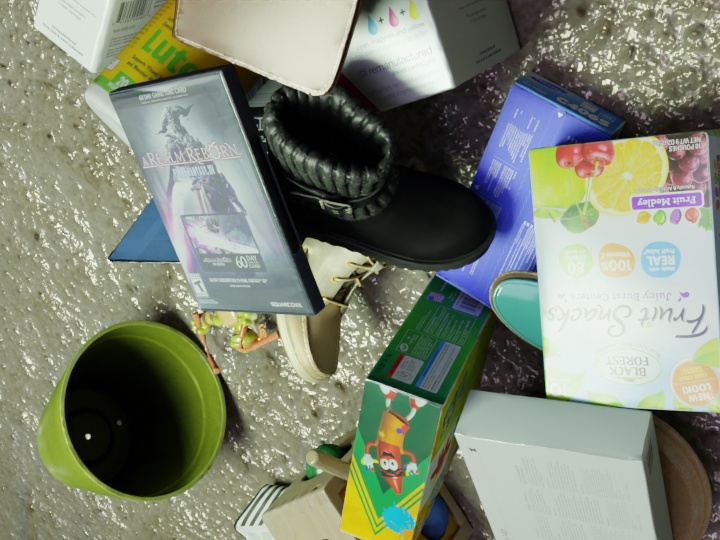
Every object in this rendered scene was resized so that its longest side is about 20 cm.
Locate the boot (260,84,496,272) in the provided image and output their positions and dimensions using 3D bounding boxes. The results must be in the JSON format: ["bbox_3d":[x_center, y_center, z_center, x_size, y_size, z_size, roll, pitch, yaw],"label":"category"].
[{"bbox_3d":[0.021,-0.069,0.772,0.208,0.081,0.158,8,157,-6],"label":"boot"}]

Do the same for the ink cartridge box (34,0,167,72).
[{"bbox_3d":[-0.201,-0.300,0.893,0.083,0.144,0.201,37,126,12],"label":"ink cartridge box"}]

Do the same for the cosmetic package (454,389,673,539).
[{"bbox_3d":[0.175,0.186,0.818,0.149,0.052,0.201,3,137,26],"label":"cosmetic package"}]

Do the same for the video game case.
[{"bbox_3d":[-0.115,-0.056,0.776,0.142,0.019,0.202,1,120,42],"label":"video game case"}]

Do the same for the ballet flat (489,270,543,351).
[{"bbox_3d":[0.205,0.049,0.843,0.198,0.065,0.071,28,121,5],"label":"ballet flat"}]

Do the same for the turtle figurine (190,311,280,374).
[{"bbox_3d":[-0.139,0.022,1.050,0.199,0.064,0.163,-16,96,61],"label":"turtle figurine"}]

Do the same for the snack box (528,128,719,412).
[{"bbox_3d":[0.208,0.000,0.750,0.141,0.053,0.203,-1,96,36],"label":"snack box"}]

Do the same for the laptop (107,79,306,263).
[{"bbox_3d":[-0.125,-0.111,0.899,0.185,0.116,0.203,1,94,19],"label":"laptop"}]

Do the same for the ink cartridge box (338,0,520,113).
[{"bbox_3d":[0.015,-0.240,0.787,0.144,0.144,0.202,-11,105,35],"label":"ink cartridge box"}]

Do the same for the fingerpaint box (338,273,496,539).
[{"bbox_3d":[0.056,0.124,0.892,0.072,0.200,0.169,17,121,14],"label":"fingerpaint box"}]

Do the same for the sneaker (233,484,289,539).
[{"bbox_3d":[-0.091,0.348,1.185,0.114,0.075,0.204,12,110,37],"label":"sneaker"}]

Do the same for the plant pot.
[{"bbox_3d":[-0.292,0.181,1.163,0.192,0.200,0.202,-26,97,49],"label":"plant pot"}]

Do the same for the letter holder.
[{"bbox_3d":[-0.033,-0.240,0.664,0.141,0.100,0.202,25,122,19],"label":"letter holder"}]

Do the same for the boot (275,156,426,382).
[{"bbox_3d":[0.000,0.000,0.924,0.154,0.073,0.203,-8,76,31],"label":"boot"}]

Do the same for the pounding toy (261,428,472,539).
[{"bbox_3d":[0.006,0.241,0.992,0.141,0.184,0.201,-30,94,37],"label":"pounding toy"}]

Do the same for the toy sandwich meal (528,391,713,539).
[{"bbox_3d":[0.225,0.189,0.908,0.203,0.070,0.208,13,119,23],"label":"toy sandwich meal"}]

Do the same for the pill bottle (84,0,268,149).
[{"bbox_3d":[-0.140,-0.190,0.872,0.111,0.201,0.111,39,171,7],"label":"pill bottle"}]

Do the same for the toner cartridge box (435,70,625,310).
[{"bbox_3d":[0.143,-0.060,0.855,0.094,0.043,0.202,31,125,15],"label":"toner cartridge box"}]
